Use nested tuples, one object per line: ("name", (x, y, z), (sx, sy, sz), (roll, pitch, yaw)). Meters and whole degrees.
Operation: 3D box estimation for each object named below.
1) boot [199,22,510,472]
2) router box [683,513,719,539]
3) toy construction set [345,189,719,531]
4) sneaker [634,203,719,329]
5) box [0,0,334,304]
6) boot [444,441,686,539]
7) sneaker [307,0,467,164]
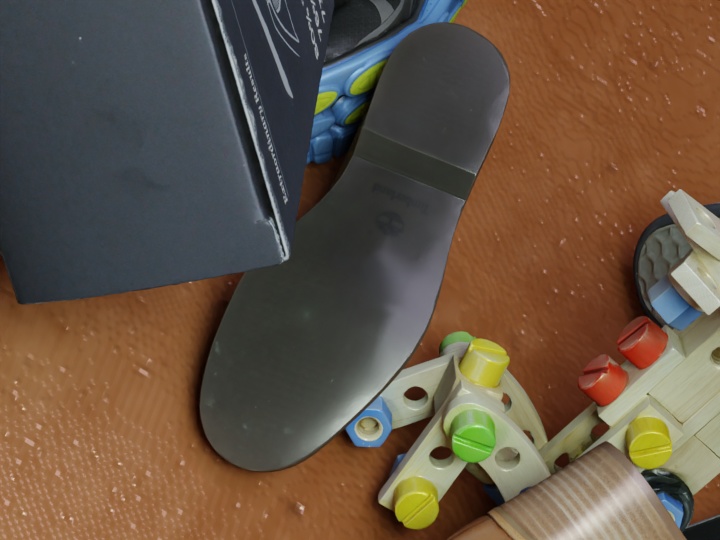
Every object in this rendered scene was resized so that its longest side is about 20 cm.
("boot", (0.000, 0.000, 1.099), (0.073, 0.076, 0.201), (29, 72, 4))
("router box", (0.214, 0.162, 1.157), (0.199, 0.051, 0.150), (-15, 76, -38))
("toy construction set", (0.098, 0.042, 1.066), (0.131, 0.200, 0.092), (41, 33, -18))
("sneaker", (0.234, 0.006, 1.185), (0.146, 0.201, 0.078), (-9, 103, -51))
("box", (-0.081, -0.106, 0.994), (0.200, 0.104, 0.149), (-80, 159, -58))
("boot", (0.082, 0.182, 1.026), (0.154, 0.074, 0.200), (-37, 100, -6))
("sneaker", (-0.003, -0.118, 1.166), (0.082, 0.071, 0.200), (32, 50, 3))
